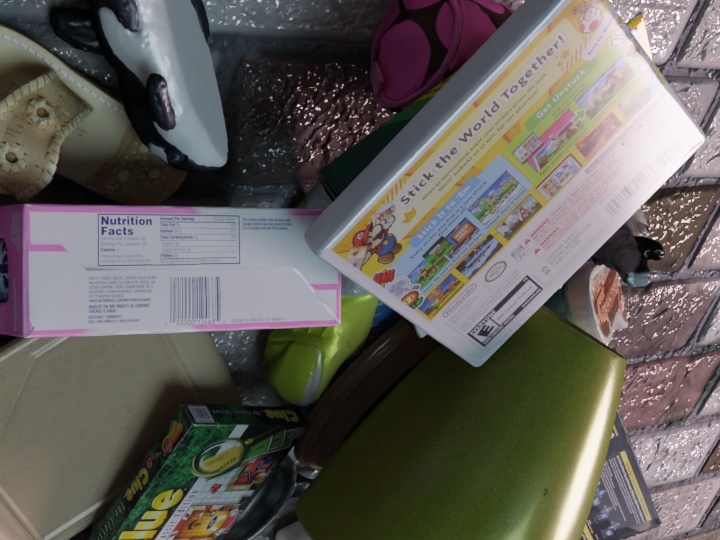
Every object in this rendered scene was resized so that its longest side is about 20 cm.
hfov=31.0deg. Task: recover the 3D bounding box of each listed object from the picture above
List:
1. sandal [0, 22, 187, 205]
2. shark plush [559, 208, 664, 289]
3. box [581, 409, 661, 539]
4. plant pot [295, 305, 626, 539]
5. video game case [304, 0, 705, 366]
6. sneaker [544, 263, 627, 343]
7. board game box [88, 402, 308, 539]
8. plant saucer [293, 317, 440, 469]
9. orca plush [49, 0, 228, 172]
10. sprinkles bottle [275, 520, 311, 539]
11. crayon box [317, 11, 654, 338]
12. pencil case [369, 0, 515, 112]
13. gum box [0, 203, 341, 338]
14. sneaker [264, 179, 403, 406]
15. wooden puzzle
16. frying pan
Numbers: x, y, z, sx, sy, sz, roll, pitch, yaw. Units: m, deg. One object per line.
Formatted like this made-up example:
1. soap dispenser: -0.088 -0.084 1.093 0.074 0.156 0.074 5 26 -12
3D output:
1. sandal: -0.162 -0.068 0.670 0.211 0.070 0.078 18 113 -48
2. shark plush: 0.164 -0.011 0.911 0.083 0.200 0.091 -38 119 1
3. box: 0.139 0.163 1.024 0.160 0.049 0.201 -22 133 9
4. plant pot: 0.085 0.119 0.862 0.186 0.187 0.201 25 97 -49
5. video game case: 0.088 -0.049 0.732 0.200 0.023 0.182 -45 139 9
6. sneaker: 0.159 0.023 1.009 0.079 0.072 0.200 -12 -179 19
7. board game box: -0.127 0.168 0.900 0.104 0.024 0.201 9 127 -43
8. plant saucer: 0.035 0.082 0.959 0.199 0.030 0.201 -38 160 -16
9. orca plush: -0.127 -0.124 0.649 0.070 0.106 0.200 -7 151 10
10. sprinkles bottle: 0.028 0.209 1.091 0.198 0.068 0.069 -22 138 -24
11. crayon box: 0.085 -0.065 0.771 0.199 0.052 0.126 -35 140 -4
12. pencil case: 0.088 -0.116 0.832 0.093 0.092 0.199 -31 148 33
13. gum box: -0.122 -0.001 0.712 0.198 0.113 0.067 0 90 -36
14. sneaker: 0.000 0.000 0.882 0.104 0.076 0.201 -19 145 -44
15. wooden puzzle: -0.181 0.093 0.837 0.199 0.037 0.186 -36 141 -15
16. frying pan: -0.069 0.159 0.991 0.189 0.031 0.116 -24 140 -26
